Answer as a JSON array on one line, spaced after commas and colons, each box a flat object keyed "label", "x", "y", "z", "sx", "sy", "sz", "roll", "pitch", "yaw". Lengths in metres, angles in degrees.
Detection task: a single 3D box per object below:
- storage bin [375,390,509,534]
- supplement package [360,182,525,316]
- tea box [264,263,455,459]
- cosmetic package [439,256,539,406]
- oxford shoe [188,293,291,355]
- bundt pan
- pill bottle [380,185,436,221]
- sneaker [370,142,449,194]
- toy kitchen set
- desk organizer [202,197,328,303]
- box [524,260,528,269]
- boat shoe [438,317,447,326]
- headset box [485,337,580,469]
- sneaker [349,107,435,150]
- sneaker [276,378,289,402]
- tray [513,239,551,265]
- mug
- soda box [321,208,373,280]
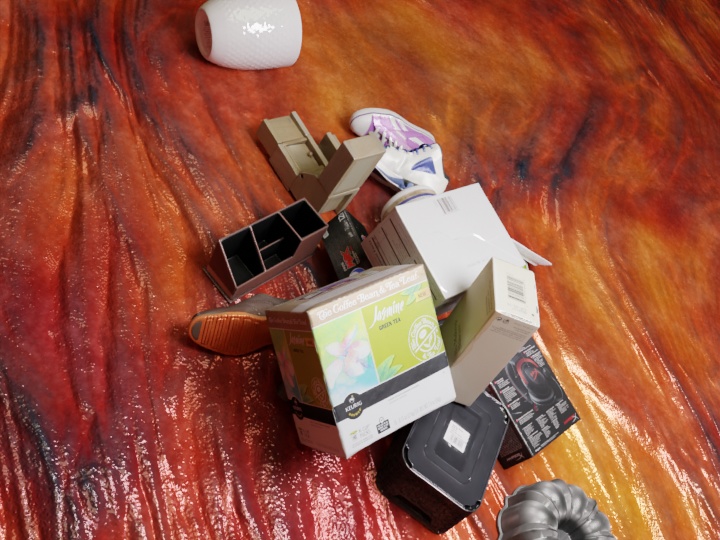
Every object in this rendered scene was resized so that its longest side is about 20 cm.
[{"label": "storage bin", "x": 0.124, "y": 0.262, "z": 1.138, "sx": 0.134, "sy": 0.094, "sz": 0.201, "roll": 35, "pitch": 44, "yaw": -1}, {"label": "supplement package", "x": 0.129, "y": -0.026, "z": 1.197, "sx": 0.197, "sy": 0.111, "sz": 0.158, "roll": -18, "pitch": 73, "yaw": -40}, {"label": "tea box", "x": 0.001, "y": 0.115, "z": 1.055, "sx": 0.197, "sy": 0.132, "sz": 0.202, "roll": -21, "pitch": 99, "yaw": -32}, {"label": "cosmetic package", "x": 0.172, "y": 0.090, "z": 1.097, "sx": 0.071, "sy": 0.202, "sz": 0.105, "roll": 19, "pitch": 43, "yaw": -13}, {"label": "oxford shoe", "x": -0.167, "y": 0.075, "z": 1.139, "sx": 0.196, "sy": 0.073, "sz": 0.073, "roll": 3, "pitch": 33, "yaw": -34}, {"label": "bundt pan", "x": 0.304, "y": 0.405, "z": 1.147, "sx": 0.197, "sy": 0.076, "sz": 0.206, "roll": 16, "pitch": 49, "yaw": -19}, {"label": "pill bottle", "x": 0.121, "y": -0.039, "z": 1.356, "sx": 0.113, "sy": 0.116, "sz": 0.203, "roll": -5, "pitch": 57, "yaw": -33}, {"label": "sneaker", "x": 0.093, "y": -0.206, "z": 1.464, "sx": 0.197, "sy": 0.080, "sz": 0.117, "roll": 34, "pitch": 84, "yaw": -10}, {"label": "toy kitchen set", "x": -0.046, "y": -0.232, "z": 1.361, "sx": 0.161, "sy": 0.181, "sz": 0.202, "roll": -21, "pitch": 72, "yaw": -41}, {"label": "desk organizer", "x": -0.146, "y": -0.037, "z": 1.220, "sx": 0.072, "sy": 0.077, "sz": 0.199, "roll": 47, "pitch": 46, "yaw": 11}, {"label": "box", "x": 0.263, "y": 0.011, "z": 1.411, "sx": 0.108, "sy": 0.035, "sz": 0.201, "roll": 30, "pitch": 24, "yaw": -8}, {"label": "boat shoe", "x": 0.178, "y": 0.099, "z": 1.318, "sx": 0.196, "sy": 0.068, "sz": 0.073, "roll": -12, "pitch": 63, "yaw": -35}, {"label": "headset box", "x": 0.250, "y": 0.195, "z": 1.261, "sx": 0.147, "sy": 0.075, "sz": 0.203, "roll": -21, "pitch": 77, "yaw": -41}, {"label": "sneaker", "x": 0.069, "y": -0.245, "z": 1.521, "sx": 0.196, "sy": 0.073, "sz": 0.117, "roll": 16, "pitch": 52, "yaw": -20}, {"label": "sneaker", "x": -0.037, "y": 0.152, "z": 1.139, "sx": 0.198, "sy": 0.075, "sz": 0.085, "roll": -25, "pitch": 71, "yaw": -41}, {"label": "tray", "x": 0.274, "y": -0.062, "z": 1.494, "sx": 0.197, "sy": 0.023, "sz": 0.107, "roll": 28, "pitch": 8, "yaw": -20}, {"label": "mug", "x": -0.233, "y": -0.468, "z": 1.479, "sx": 0.172, "sy": 0.151, "sz": 0.199, "roll": -15, "pitch": 33, "yaw": -30}, {"label": "soda box", "x": 0.000, "y": 0.000, "z": 1.253, "sx": 0.071, "sy": 0.063, "sz": 0.203, "roll": 39, "pitch": 22, "yaw": -50}]
